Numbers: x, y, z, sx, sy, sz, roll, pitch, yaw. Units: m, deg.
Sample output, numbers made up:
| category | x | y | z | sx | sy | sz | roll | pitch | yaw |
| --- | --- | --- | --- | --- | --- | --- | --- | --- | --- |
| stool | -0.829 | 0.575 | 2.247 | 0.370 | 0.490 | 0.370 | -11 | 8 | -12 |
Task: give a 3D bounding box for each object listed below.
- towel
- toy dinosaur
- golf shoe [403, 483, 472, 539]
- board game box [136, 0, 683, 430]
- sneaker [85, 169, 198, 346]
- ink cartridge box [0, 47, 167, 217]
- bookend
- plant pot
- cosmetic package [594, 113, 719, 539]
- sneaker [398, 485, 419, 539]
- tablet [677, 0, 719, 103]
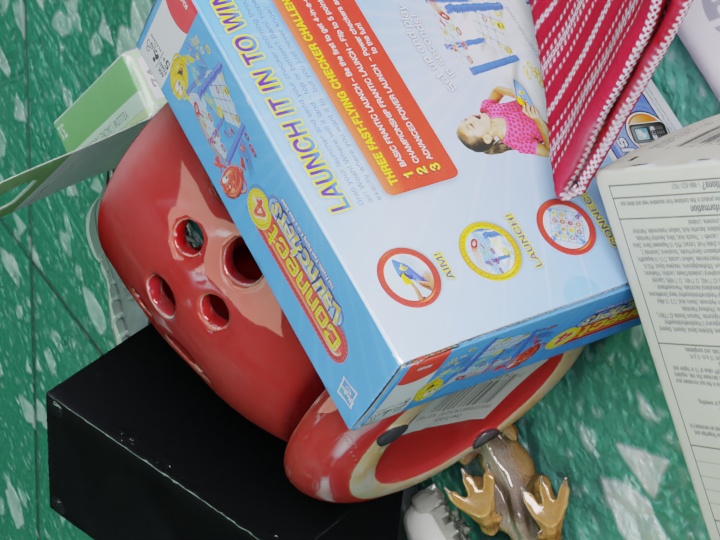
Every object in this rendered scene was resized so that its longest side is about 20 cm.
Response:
| category | x | y | z | sx | sy | sz | roll | pitch | yaw |
| --- | --- | --- | --- | --- | --- | --- | --- | --- | --- |
| towel | 0.090 | -0.149 | 0.810 | 0.145 | 0.022 | 0.201 | 113 | 157 | -54 |
| toy dinosaur | 0.086 | 0.128 | 1.070 | 0.106 | 0.060 | 0.201 | 19 | -130 | -83 |
| golf shoe | 0.045 | 0.224 | 1.129 | 0.078 | 0.097 | 0.201 | 2 | -110 | -88 |
| board game box | 0.037 | -0.055 | 0.864 | 0.201 | 0.195 | 0.056 | 60 | 145 | 19 |
| sneaker | -0.130 | -0.016 | 1.325 | 0.200 | 0.075 | 0.116 | 57 | 147 | 39 |
| ink cartridge box | -0.151 | -0.086 | 1.188 | 0.048 | 0.199 | 0.145 | 66 | 153 | 2 |
| bookend | -0.040 | 0.101 | 1.156 | 0.198 | 0.200 | 0.092 | 30 | 135 | 27 |
| plant pot | 0.000 | 0.000 | 0.974 | 0.183 | 0.200 | 0.201 | 56 | 150 | 19 |
| cosmetic package | 0.174 | 0.040 | 0.795 | 0.103 | 0.073 | 0.201 | 2 | 114 | 61 |
| sneaker | -0.041 | 0.120 | 1.251 | 0.200 | 0.082 | 0.074 | 33 | 138 | 52 |
| tablet | 0.157 | -0.119 | 0.802 | 0.201 | 0.014 | 0.130 | 62 | 152 | 17 |
